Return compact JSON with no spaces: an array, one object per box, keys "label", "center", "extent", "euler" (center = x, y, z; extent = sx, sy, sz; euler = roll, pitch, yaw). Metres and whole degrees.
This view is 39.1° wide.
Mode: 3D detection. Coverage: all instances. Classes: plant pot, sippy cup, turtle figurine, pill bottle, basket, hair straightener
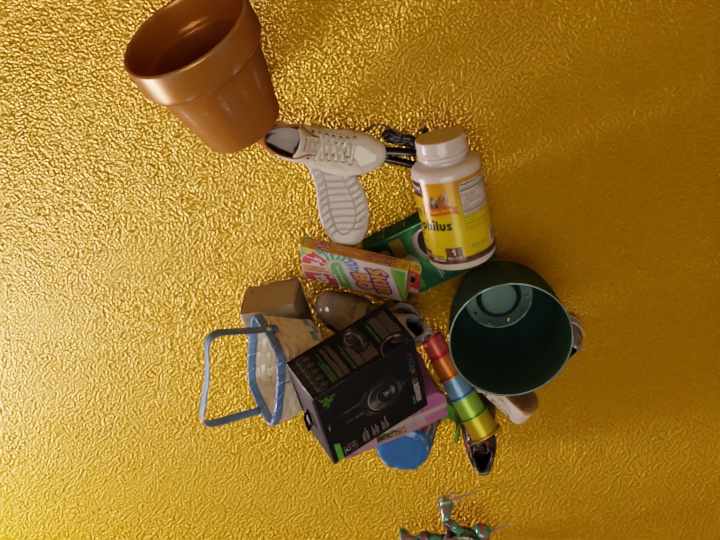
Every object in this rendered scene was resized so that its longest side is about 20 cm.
[{"label":"plant pot","center":[0.237,0.078,1.668],"extent":[0.197,0.161,0.203],"euler":[0,114,0]},{"label":"sippy cup","center":[0.079,0.278,1.802],"extent":[0.177,0.131,0.140],"euler":[-29,113,23]},{"label":"turtle figurine","center":[0.183,0.507,1.960],"extent":[0.198,0.101,0.151],"euler":[-23,117,20]},{"label":"pill bottle","center":[0.139,-0.111,1.551],"extent":[0.108,0.110,0.202],"euler":[-10,113,8]},{"label":"basket","center":[-0.159,0.164,1.632],"extent":[0.198,0.139,0.178],"euler":[-8,125,-30]},{"label":"plant pot","center":[-0.212,-0.279,1.479],"extent":[0.198,0.202,0.184],"euler":[-20,134,13]},{"label":"hair straightener","center":[0.084,-0.197,1.597],"extent":[0.197,0.041,0.078],"euler":[13,119,-1]}]

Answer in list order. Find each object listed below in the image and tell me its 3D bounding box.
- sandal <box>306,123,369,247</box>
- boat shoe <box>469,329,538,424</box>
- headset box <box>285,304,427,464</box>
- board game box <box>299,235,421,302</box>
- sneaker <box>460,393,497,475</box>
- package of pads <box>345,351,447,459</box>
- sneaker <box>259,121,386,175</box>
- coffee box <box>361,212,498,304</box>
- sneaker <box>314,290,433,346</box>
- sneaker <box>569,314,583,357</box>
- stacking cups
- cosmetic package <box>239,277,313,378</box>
[{"label":"sandal","center":[-0.038,-0.139,1.624],"extent":[0.081,0.050,0.205],"euler":[-16,104,6]},{"label":"boat shoe","center":[0.218,0.182,1.746],"extent":[0.201,0.070,0.070],"euler":[52,143,20]},{"label":"headset box","center":[-0.009,0.183,1.598],"extent":[0.198,0.093,0.175],"euler":[-29,137,-15]},{"label":"board game box","center":[0.000,0.000,1.653],"extent":[0.197,0.030,0.096],"euler":[11,148,7]},{"label":"sneaker","center":[0.214,0.284,1.835],"extent":[0.076,0.082,0.202],"euler":[-13,117,9]},{"label":"package of pads","center":[0.038,0.226,1.726],"extent":[0.198,0.121,0.076],"euler":[-22,127,-7]},{"label":"sneaker","center":[-0.059,-0.183,1.546],"extent":[0.197,0.085,0.074],"euler":[7,100,-1]},{"label":"coffee box","center":[0.116,-0.038,1.677],"extent":[0.198,0.044,0.124],"euler":[-26,115,16]},{"label":"sneaker","center":[0.026,0.079,1.702],"extent":[0.198,0.076,0.115],"euler":[24,160,-16]},{"label":"sneaker","center":[0.298,0.153,1.758],"extent":[0.199,0.082,0.075],"euler":[-39,112,21]},{"label":"stacking cups","center":[0.173,0.199,1.768],"extent":[0.060,0.060,0.202],"euler":[-27,94,16]},{"label":"cosmetic package","center":[-0.129,0.127,1.753],"extent":[0.102,0.088,0.202],"euler":[-12,119,10]}]
